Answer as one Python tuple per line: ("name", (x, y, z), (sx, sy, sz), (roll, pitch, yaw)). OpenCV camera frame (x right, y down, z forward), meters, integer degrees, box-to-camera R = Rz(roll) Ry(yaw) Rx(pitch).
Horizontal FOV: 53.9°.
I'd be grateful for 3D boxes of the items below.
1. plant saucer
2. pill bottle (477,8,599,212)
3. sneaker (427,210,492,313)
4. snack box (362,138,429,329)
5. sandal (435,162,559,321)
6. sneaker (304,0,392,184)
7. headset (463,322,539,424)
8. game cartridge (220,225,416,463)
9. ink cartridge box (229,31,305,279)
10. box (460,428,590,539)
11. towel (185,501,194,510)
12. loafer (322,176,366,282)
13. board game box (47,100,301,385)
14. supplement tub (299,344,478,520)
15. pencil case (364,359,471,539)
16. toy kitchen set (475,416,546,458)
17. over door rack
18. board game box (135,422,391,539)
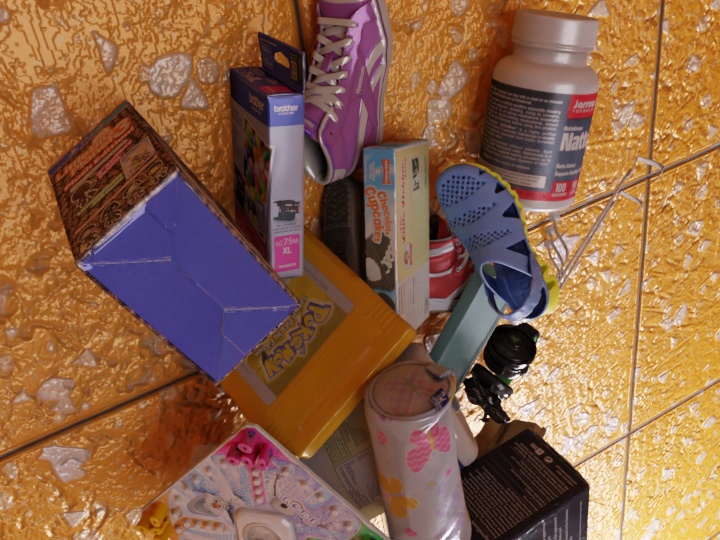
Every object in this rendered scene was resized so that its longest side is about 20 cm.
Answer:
("plant saucer", (0.129, 0.083, 0.868), (0.069, 0.019, 0.202), (10, 119, -31))
("pill bottle", (0.200, -0.179, 0.791), (0.118, 0.119, 0.203), (-8, 118, -27))
("sneaker", (0.128, -0.012, 0.863), (0.197, 0.071, 0.114), (-3, 119, -27))
("snack box", (0.041, -0.032, 0.746), (0.116, 0.036, 0.204), (-31, 123, -65))
("sandal", (0.146, -0.026, 0.761), (0.079, 0.087, 0.201), (-32, 95, 34))
("sneaker", (-0.024, -0.178, 0.660), (0.114, 0.072, 0.204), (-40, 134, -47))
("headset", (0.191, 0.141, 0.934), (0.199, 0.094, 0.125), (-14, 135, -56))
("game cartridge", (-0.068, 0.063, 0.706), (0.177, 0.200, 0.032), (-49, 147, 0))
("ink cartridge box", (-0.087, -0.108, 0.655), (0.041, 0.119, 0.203), (-7, 118, -24))
("box", (0.147, 0.300, 0.789), (0.198, 0.104, 0.150), (-24, 126, -20))
("towel", (-0.096, 0.171, 0.772), (0.200, 0.147, 0.024), (-42, 89, 8))
("loafer", (0.000, 0.000, 0.772), (0.069, 0.075, 0.204), (-3, 99, -37))
("board game box", (-0.162, -0.030, 0.599), (0.097, 0.200, 0.160), (-42, 127, -4))
("supplement tub", (0.016, 0.191, 0.792), (0.198, 0.146, 0.146), (-31, 127, 6))
("pencil case", (0.058, 0.184, 0.669), (0.090, 0.082, 0.203), (-34, 126, -40))
("toy kitchen set", (0.119, 0.212, 0.937), (0.163, 0.181, 0.200), (-48, 174, 35))
("over door rack", (0.278, -0.052, 0.892), (0.200, 0.067, 0.148), (-46, 164, 0))
("board game box", (-0.095, 0.263, 0.692), (0.200, 0.026, 0.200), (43, 120, -11))
